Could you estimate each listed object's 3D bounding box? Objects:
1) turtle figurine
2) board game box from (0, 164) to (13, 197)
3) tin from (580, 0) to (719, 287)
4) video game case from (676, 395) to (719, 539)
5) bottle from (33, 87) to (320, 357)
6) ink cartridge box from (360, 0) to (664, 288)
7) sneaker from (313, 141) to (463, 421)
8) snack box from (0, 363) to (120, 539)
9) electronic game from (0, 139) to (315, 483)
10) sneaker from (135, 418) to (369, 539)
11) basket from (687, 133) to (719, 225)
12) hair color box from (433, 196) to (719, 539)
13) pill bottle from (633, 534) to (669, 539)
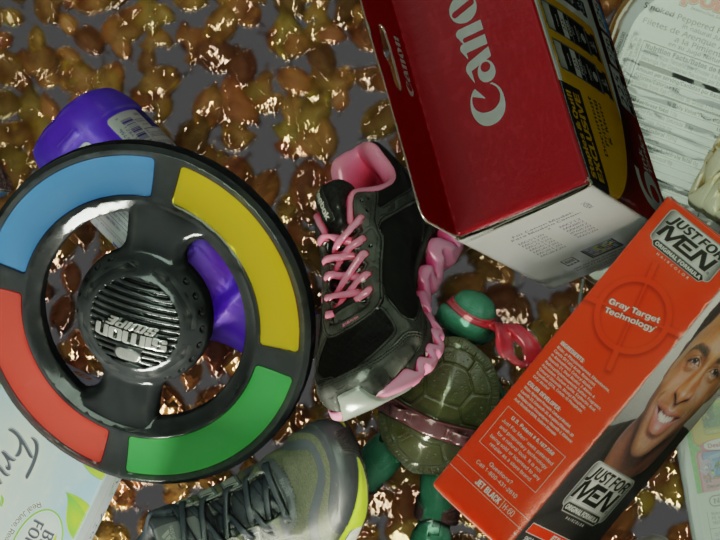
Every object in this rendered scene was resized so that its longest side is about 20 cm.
[{"bbox_3d":[0.042,0.077,1.299,0.149,0.101,0.201,26,101,13],"label":"turtle figurine"},{"bbox_3d":[-0.337,-0.083,1.360,0.199,0.097,0.160,-24,86,9],"label":"board game box"},{"bbox_3d":[0.178,-0.079,1.306,0.112,0.042,0.201,20,92,5],"label":"tin"},{"bbox_3d":[0.280,0.098,1.294,0.199,0.022,0.183,-10,88,10],"label":"video game case"},{"bbox_3d":[-0.100,-0.018,1.327,0.200,0.084,0.065,45,102,7],"label":"bottle"},{"bbox_3d":[0.078,-0.110,1.223,0.084,0.175,0.201,-23,70,21],"label":"ink cartridge box"},{"bbox_3d":[0.000,0.000,1.251,0.079,0.200,0.095,-25,117,24],"label":"sneaker"},{"bbox_3d":[-0.231,0.142,1.362,0.142,0.053,0.201,26,93,7],"label":"snack box"},{"bbox_3d":[-0.121,0.025,1.276,0.199,0.042,0.201,5,108,14],"label":"electronic game"},{"bbox_3d":[-0.072,0.148,1.278,0.200,0.081,0.074,-43,58,33],"label":"sneaker"},{"bbox_3d":[0.282,-0.080,1.225,0.123,0.135,0.200,28,93,33],"label":"basket"},{"bbox_3d":[0.139,0.066,1.234,0.061,0.101,0.200,41,95,29],"label":"hair color box"},{"bbox_3d":[0.170,0.256,1.265,0.111,0.111,0.200,-30,85,8],"label":"pill bottle"}]
